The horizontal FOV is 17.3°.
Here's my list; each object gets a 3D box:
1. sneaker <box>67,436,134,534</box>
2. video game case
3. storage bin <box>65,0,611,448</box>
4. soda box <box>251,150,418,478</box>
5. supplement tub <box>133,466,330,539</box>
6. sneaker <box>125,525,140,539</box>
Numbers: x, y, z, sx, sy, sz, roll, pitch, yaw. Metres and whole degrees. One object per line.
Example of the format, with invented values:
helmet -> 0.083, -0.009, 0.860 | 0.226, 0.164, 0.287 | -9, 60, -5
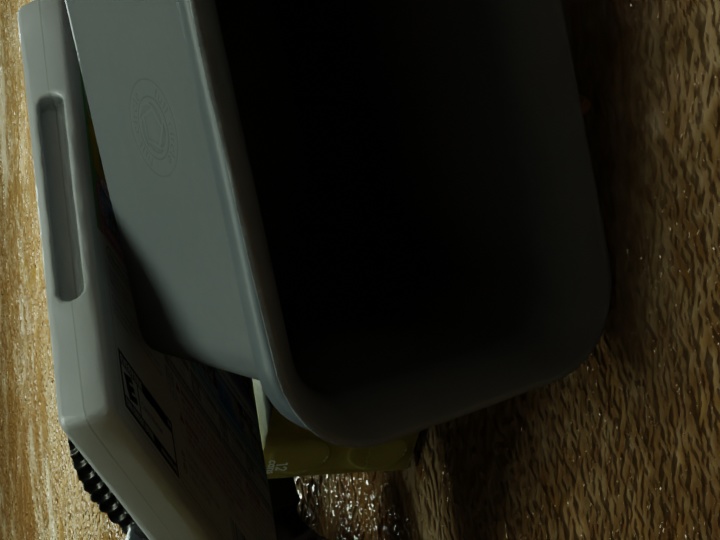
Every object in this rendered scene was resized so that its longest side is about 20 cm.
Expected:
sneaker -> -0.090, 0.090, 1.191 | 0.090, 0.070, 0.200 | -96, -19, -48
video game case -> -0.074, 0.027, 0.870 | 0.200, 0.022, 0.182 | 62, -167, -53
storage bin -> -0.014, -0.059, 0.756 | 0.134, 0.146, 0.200 | 3, 108, 57
soda box -> 0.000, 0.000, 0.928 | 0.200, 0.068, 0.064 | 105, 158, -50
supplement tub -> -0.047, 0.182, 1.008 | 0.107, 0.107, 0.200 | 167, 92, -77
sneaker -> -0.099, 0.195, 1.125 | 0.130, 0.079, 0.199 | 32, 102, 36
